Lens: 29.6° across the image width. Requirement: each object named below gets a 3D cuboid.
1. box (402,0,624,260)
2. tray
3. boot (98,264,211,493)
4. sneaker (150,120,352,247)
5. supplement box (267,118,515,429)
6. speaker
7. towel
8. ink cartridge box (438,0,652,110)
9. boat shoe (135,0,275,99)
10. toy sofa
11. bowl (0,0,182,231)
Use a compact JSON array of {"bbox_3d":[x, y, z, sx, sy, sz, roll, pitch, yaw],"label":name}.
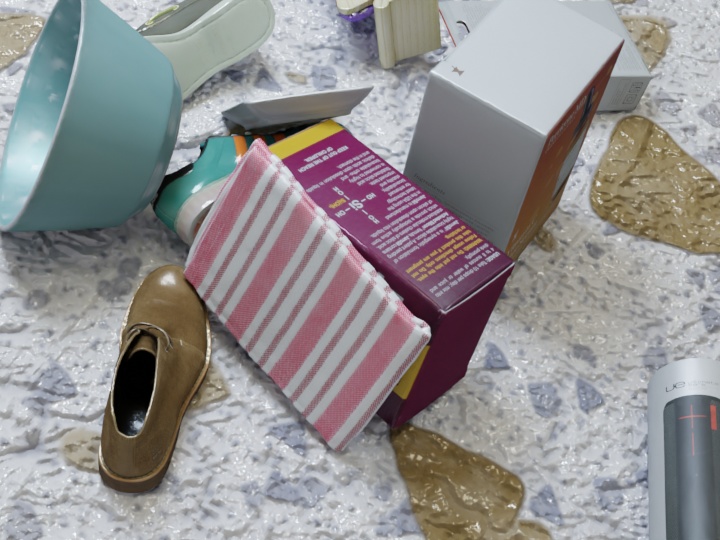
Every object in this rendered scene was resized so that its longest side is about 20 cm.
[{"bbox_3d":[0.117,-0.105,1.134,0.106,0.201,0.152,31,52,14],"label":"box"},{"bbox_3d":[-0.057,-0.136,1.155,0.106,0.200,0.023,-8,96,-11],"label":"tray"},{"bbox_3d":[-0.151,0.061,1.019,0.072,0.076,0.202,7,47,-1],"label":"boot"},{"bbox_3d":[-0.094,-0.091,1.160,0.199,0.072,0.080,-29,57,-37],"label":"sneaker"},{"bbox_3d":[0.000,0.000,1.058,0.199,0.132,0.103,38,41,20],"label":"supplement box"},{"bbox_3d":[0.255,0.167,1.022,0.080,0.082,0.202,12,50,-2],"label":"speaker"},{"bbox_3d":[-0.043,0.019,1.014,0.200,0.147,0.030,48,42,13],"label":"towel"},{"bbox_3d":[0.171,-0.208,1.321,0.197,0.051,0.110,-4,53,-21],"label":"ink cartridge box"},{"bbox_3d":[-0.172,-0.197,1.235,0.200,0.073,0.060,-32,34,-21],"label":"boat shoe"},{"bbox_3d":[0.006,-0.298,1.344,0.096,0.083,0.202,-16,55,-5],"label":"toy sofa"},{"bbox_3d":[-0.211,-0.115,1.093,0.104,0.201,0.203,17,46,-24],"label":"bowl"}]
